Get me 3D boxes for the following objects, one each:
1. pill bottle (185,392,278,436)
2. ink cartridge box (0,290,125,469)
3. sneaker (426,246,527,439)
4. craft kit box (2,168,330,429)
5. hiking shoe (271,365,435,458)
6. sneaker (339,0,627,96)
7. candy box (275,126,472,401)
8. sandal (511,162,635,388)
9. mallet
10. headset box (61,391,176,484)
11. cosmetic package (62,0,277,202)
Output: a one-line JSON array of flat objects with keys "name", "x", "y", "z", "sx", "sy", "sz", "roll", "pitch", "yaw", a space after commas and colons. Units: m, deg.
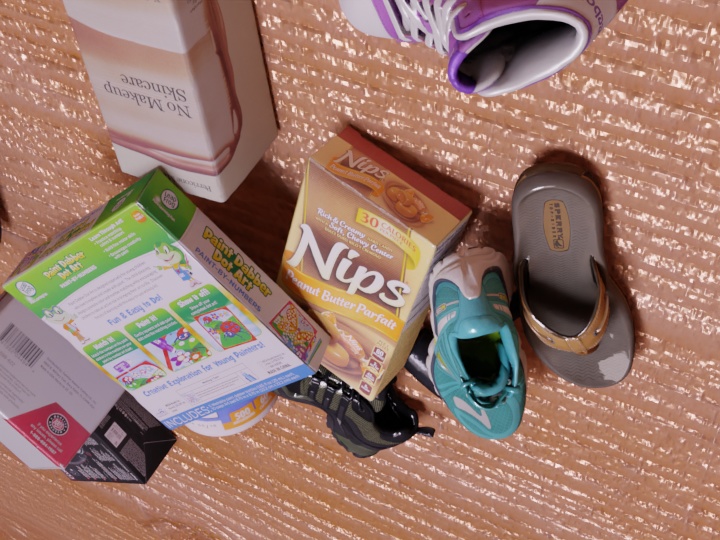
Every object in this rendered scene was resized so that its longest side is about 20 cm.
[{"name": "pill bottle", "x": -0.148, "y": 0.052, "z": 1.048, "sx": 0.112, "sy": 0.112, "sz": 0.201, "roll": 14, "pitch": 142, "yaw": 27}, {"name": "ink cartridge box", "x": -0.299, "y": 0.075, "z": 1.126, "sx": 0.145, "sy": 0.200, "sz": 0.083, "roll": 48, "pitch": 147, "yaw": -20}, {"name": "sneaker", "x": 0.086, "y": 0.071, "z": 0.835, "sx": 0.077, "sy": 0.080, "sz": 0.200, "roll": -13, "pitch": 139, "yaw": 5}, {"name": "craft kit box", "x": -0.159, "y": 0.033, "z": 0.916, "sx": 0.200, "sy": 0.049, "sz": 0.197, "roll": -24, "pitch": 123, "yaw": 40}, {"name": "hiking shoe", "x": -0.017, "y": 0.093, "z": 1.037, "sx": 0.100, "sy": 0.076, "sz": 0.200, "roll": -20, "pitch": 129, "yaw": 41}, {"name": "sneaker", "x": 0.049, "y": -0.146, "z": 0.637, "sx": 0.200, "sy": 0.114, "sz": 0.073, "roll": 1, "pitch": 136, "yaw": 41}, {"name": "candy box", "x": 0.000, "y": 0.000, "z": 0.879, "sx": 0.115, "sy": 0.055, "sz": 0.200, "roll": 35, "pitch": 141, "yaw": 14}, {"name": "sandal", "x": 0.147, "y": 0.016, "z": 0.790, "sx": 0.081, "sy": 0.055, "sz": 0.201, "roll": -3, "pitch": 131, "yaw": 14}, {"name": "mallet", "x": 0.092, "y": 0.041, "z": 0.905, "sx": 0.066, "sy": 0.041, "sz": 0.200, "roll": 35, "pitch": 142, "yaw": 2}, {"name": "headset box", "x": -0.350, "y": 0.192, "z": 1.424, "sx": 0.199, "sy": 0.075, "sz": 0.149, "roll": -10, "pitch": 126, "yaw": 46}, {"name": "cosmetic package", "x": -0.133, "y": -0.157, "z": 0.799, "sx": 0.103, "sy": 0.087, "sz": 0.201, "roll": 16, "pitch": 142, "yaw": 23}]
